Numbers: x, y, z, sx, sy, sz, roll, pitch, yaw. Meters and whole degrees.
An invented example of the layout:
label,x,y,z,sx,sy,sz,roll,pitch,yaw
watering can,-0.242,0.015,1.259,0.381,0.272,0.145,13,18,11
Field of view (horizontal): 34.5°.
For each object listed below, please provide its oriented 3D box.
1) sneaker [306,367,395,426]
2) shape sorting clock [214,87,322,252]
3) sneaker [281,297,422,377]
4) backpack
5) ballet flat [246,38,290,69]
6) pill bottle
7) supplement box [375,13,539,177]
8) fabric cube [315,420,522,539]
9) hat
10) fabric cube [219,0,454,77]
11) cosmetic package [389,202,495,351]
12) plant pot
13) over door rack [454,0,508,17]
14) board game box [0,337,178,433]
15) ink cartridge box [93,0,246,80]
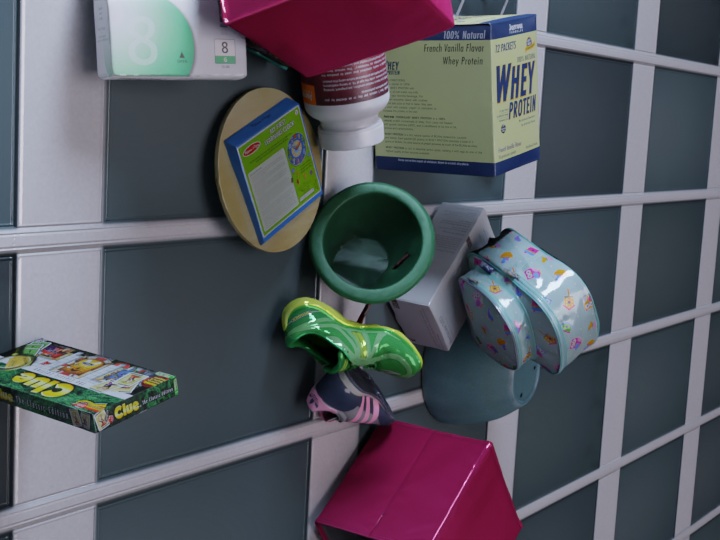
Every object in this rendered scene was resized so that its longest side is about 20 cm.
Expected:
label,x,y,z,sx,sy,sz,roll,pitch,yaw
sneaker,-0.014,0.184,1.618,0.082,0.070,0.200,-34,149,5
shape sorting clock,-0.112,-0.123,1.424,0.199,0.039,0.202,-8,99,-56
sneaker,-0.015,0.106,1.511,0.198,0.074,0.084,21,49,-14
backpack,0.246,0.056,1.693,0.153,0.199,0.177,-37,132,-25
ballet flat,-0.135,-0.284,1.331,0.199,0.069,0.072,7,111,-52
pill bottle,-0.023,-0.259,1.459,0.113,0.112,0.202,-31,121,-47
supplement box,0.131,-0.245,1.602,0.134,0.198,0.202,-24,115,-51
fabric cube,0.090,0.365,1.659,0.200,0.199,0.197,-52,134,-36
hat,0.000,0.000,1.602,0.200,0.165,0.176,-44,169,-19
fabric cube,-0.034,-0.353,1.250,0.199,0.195,0.202,17,61,-64
cosmetic package,0.129,0.007,1.754,0.201,0.081,0.113,-60,142,-28
plant pot,0.207,0.157,1.850,0.199,0.134,0.202,-17,111,-52
over door rack,0.170,-0.394,1.752,0.147,0.066,0.202,-15,123,-52
board game box,-0.280,0.106,1.100,0.104,0.199,0.024,-27,120,-49
ink cartridge box,-0.200,-0.301,1.208,0.160,0.050,0.202,-7,100,-36
